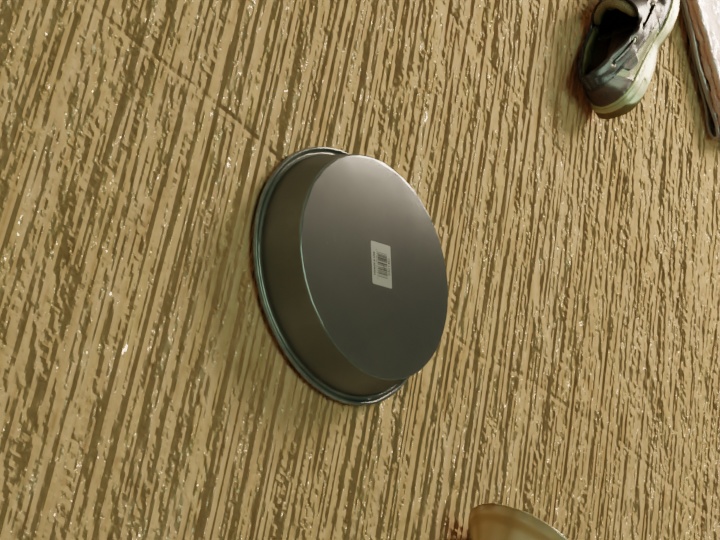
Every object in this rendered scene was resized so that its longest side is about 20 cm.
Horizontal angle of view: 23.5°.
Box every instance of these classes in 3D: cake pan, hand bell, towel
[{"bbox_3d":[0.000,0.000,1.302,0.200,0.037,0.200,21,62,-46],"label":"cake pan"},{"bbox_3d":[0.081,0.284,1.290,0.104,0.104,0.200,51,56,-27],"label":"hand bell"},{"bbox_3d":[0.414,-0.240,1.893,0.191,0.032,0.200,-9,85,-51],"label":"towel"}]

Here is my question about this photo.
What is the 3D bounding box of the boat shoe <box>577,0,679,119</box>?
[{"bbox_3d":[0.256,-0.238,1.665,0.065,0.073,0.200,48,46,-37],"label":"boat shoe"}]
